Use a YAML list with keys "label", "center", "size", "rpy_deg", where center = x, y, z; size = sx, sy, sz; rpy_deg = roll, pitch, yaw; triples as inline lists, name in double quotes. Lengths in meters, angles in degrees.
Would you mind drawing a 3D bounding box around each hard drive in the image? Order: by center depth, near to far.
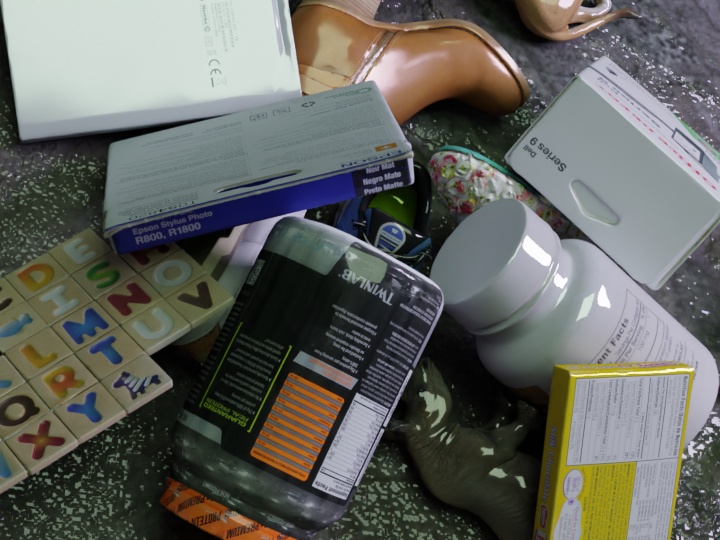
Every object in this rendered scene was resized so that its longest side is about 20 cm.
- label: "hard drive"
  center: [-0.150, -0.168, 1.148]
  size: [0.200, 0.025, 0.132]
  rpy_deg: [-8, 88, -10]

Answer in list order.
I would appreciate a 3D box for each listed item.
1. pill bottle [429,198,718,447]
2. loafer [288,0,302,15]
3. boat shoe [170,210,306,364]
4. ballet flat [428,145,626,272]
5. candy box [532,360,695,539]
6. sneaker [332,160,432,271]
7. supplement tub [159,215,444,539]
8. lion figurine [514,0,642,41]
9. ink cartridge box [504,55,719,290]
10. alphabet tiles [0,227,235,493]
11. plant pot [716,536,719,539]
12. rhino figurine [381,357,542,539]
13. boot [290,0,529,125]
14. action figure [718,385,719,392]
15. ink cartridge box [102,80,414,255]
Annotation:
- label: "pill bottle"
  center: [0.145, 0.044, 1.119]
  size: [0.200, 0.114, 0.114]
  rpy_deg: [40, 52, -26]
- label: "loafer"
  center: [-0.129, -0.199, 1.201]
  size: [0.200, 0.072, 0.073]
  rpy_deg: [-22, 74, -30]
- label: "boat shoe"
  center: [-0.080, -0.011, 1.126]
  size: [0.068, 0.075, 0.200]
  rpy_deg: [56, 44, -21]
- label: "ballet flat"
  center: [0.122, -0.020, 1.179]
  size: [0.200, 0.076, 0.064]
  rpy_deg: [31, 70, -33]
- label: "candy box"
  center: [0.163, 0.159, 1.075]
  size: [0.102, 0.026, 0.200]
  rpy_deg: [0, 103, -30]
- label: "sneaker"
  center: [0.000, 0.000, 1.136]
  size: [0.079, 0.089, 0.200]
  rpy_deg: [24, 58, -8]
- label: "supplement tub"
  center: [-0.040, 0.077, 1.022]
  size: [0.122, 0.123, 0.200]
  rpy_deg: [27, 85, -7]
- label: "lion figurine"
  center: [0.135, -0.253, 1.345]
  size: [0.200, 0.072, 0.122]
  rpy_deg: [45, 63, 1]
- label: "ink cartridge box"
  center: [0.199, -0.078, 1.204]
  size: [0.146, 0.084, 0.200]
  rpy_deg: [41, 18, 3]
- label: "alphabet tiles"
  center: [-0.186, 0.044, 1.005]
  size: [0.200, 0.008, 0.167]
  rpy_deg: [-32, 45, -20]
- label: "plant pot"
  center: [0.372, 0.237, 1.109]
  size: [0.200, 0.200, 0.196]
  rpy_deg: [-25, 82, -32]
- label: "rhino figurine"
  center: [0.088, 0.129, 1.116]
  size: [0.200, 0.060, 0.087]
  rpy_deg: [36, 79, 1]
- label: "boot"
  center: [0.026, -0.130, 1.231]
  size: [0.200, 0.077, 0.155]
  rpy_deg: [32, 63, -21]
- label: "action figure"
  center: [0.306, 0.089, 1.217]
  size: [0.099, 0.065, 0.200]
  rpy_deg: [26, 29, 11]
- label: "ink cartridge box"
  center: [-0.068, -0.062, 1.057]
  size: [0.199, 0.200, 0.041]
  rpy_deg: [-14, 110, -1]
